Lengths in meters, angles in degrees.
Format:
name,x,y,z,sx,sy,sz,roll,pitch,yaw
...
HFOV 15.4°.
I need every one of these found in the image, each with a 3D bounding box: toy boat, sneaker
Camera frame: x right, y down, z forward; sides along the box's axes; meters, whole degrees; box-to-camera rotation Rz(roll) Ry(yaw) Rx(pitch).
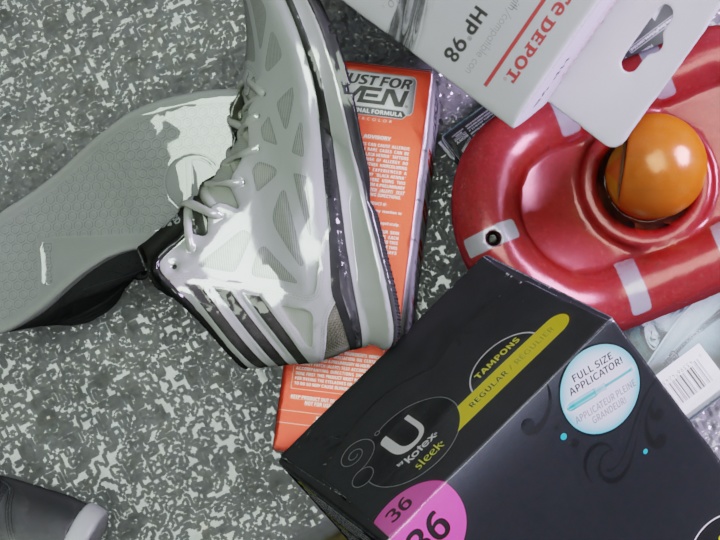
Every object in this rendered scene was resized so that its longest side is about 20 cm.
name,x,y,z,sx,sy,sz,roll,pitch,yaw
toy boat,0.143,-0.046,1.338,0.200,0.131,0.131,-23,83,0
sneaker,-0.115,-0.033,1.377,0.200,0.099,0.071,-30,85,10
sneaker,-0.218,0.189,1.364,0.099,0.071,0.200,27,80,7
sneaker,-0.057,-0.048,1.275,0.115,0.076,0.201,-14,93,-6

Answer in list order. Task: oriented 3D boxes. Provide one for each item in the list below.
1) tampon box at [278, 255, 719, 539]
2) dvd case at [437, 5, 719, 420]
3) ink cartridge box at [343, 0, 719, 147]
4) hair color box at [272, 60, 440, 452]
name,x,y,z,sx,sy,sz,roll,pitch,yaw
tampon box,0.091,0.123,1.291,0.150,0.126,0.200,-45,119,-9
dvd case,0.158,-0.033,1.412,0.146,0.022,0.200,-37,83,-1
ink cartridge box,0.064,-0.151,1.245,0.200,0.067,0.116,37,112,7
hair color box,0.000,0.000,1.376,0.061,0.102,0.201,7,84,5
